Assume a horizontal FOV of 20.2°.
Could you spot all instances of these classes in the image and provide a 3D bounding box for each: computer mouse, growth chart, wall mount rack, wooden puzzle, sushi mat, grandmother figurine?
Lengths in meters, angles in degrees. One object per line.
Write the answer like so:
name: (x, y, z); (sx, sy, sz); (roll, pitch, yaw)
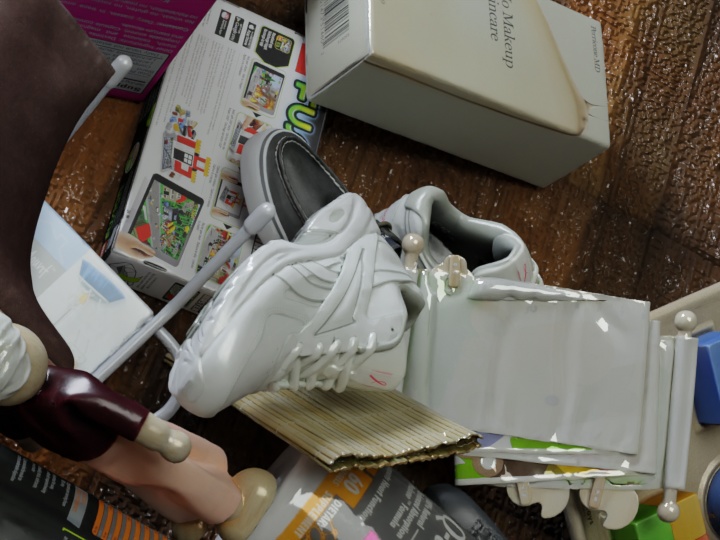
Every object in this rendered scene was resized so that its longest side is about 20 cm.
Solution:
computer mouse: (0.100, 0.208, 1.204); (0.034, 0.059, 0.200); (-42, 94, -17)
growth chart: (0.105, 0.070, 1.187); (0.199, 0.018, 0.145); (13, 92, -6)
wall mount rack: (-0.153, -0.013, 1.134); (0.174, 0.075, 0.200); (-44, 89, -11)
wooden puzzle: (0.204, 0.117, 1.263); (0.200, 0.046, 0.186); (-22, 100, -35)
sushi mat: (-0.025, 0.071, 1.133); (0.095, 0.200, 0.012); (-5, 107, -31)
grandmother figurine: (-0.138, 0.078, 1.030); (0.200, 0.121, 0.061); (40, 48, -40)

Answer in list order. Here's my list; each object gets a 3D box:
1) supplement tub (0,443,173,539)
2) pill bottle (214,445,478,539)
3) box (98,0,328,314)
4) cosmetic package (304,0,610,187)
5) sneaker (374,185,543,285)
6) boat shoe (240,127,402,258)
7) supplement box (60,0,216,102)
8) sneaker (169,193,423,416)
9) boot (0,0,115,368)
supplement tub: (-0.159, 0.174, 1.039); (0.200, 0.123, 0.123); (31, 57, -11)
pill bottle: (0.020, 0.186, 1.130); (0.200, 0.116, 0.116); (40, 55, -5)
box: (-0.085, -0.069, 1.244); (0.110, 0.035, 0.201); (23, 59, -17)
cosmetic package: (0.063, -0.136, 1.307); (0.199, 0.073, 0.104); (16, 59, -33)
sneaker: (0.087, 0.025, 1.249); (0.200, 0.099, 0.078); (37, 56, -7)
boat shoe: (0.000, 0.000, 1.207); (0.070, 0.066, 0.201); (-33, 99, -48)
supplement box: (-0.139, -0.194, 1.175); (0.103, 0.200, 0.102); (11, 63, -24)
sneaker: (-0.022, 0.031, 1.078); (0.099, 0.078, 0.200); (43, 39, 6)
boot: (-0.179, -0.050, 1.067); (0.200, 0.072, 0.166); (51, 63, -21)
